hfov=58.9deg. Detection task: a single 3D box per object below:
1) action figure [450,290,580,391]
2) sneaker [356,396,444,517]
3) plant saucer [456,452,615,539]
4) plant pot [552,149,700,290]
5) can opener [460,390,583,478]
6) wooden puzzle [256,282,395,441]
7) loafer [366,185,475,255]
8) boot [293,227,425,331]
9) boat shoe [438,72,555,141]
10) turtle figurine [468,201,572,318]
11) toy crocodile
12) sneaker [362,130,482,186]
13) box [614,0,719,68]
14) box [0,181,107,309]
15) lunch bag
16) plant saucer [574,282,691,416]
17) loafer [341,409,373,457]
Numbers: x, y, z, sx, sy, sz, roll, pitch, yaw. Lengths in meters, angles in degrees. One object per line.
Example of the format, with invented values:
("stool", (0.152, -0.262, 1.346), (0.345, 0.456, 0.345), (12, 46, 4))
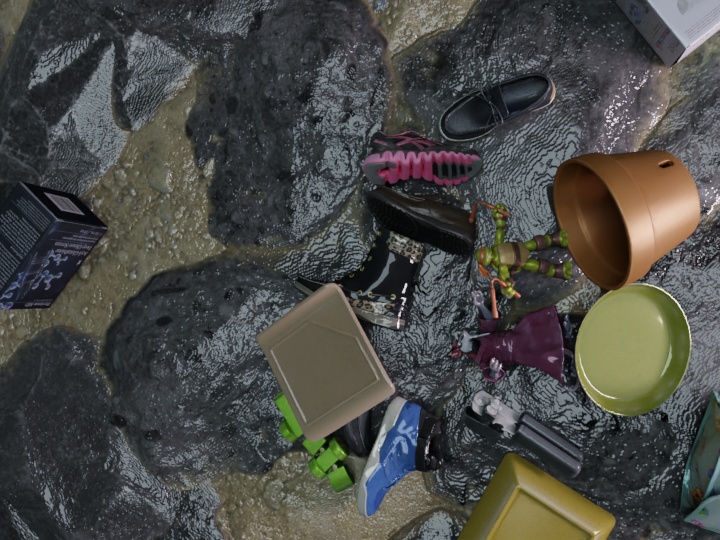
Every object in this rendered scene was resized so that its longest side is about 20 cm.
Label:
("action figure", (0.240, 0.116, 1.021), (0.197, 0.149, 0.136), (-8, 60, 29))
("sneaker", (0.072, 0.321, 1.043), (0.110, 0.077, 0.203), (19, 86, 20))
("plant saucer", (0.275, 0.431, 1.015), (0.198, 0.048, 0.202), (30, 94, 10))
("plant pot", (0.396, -0.091, 0.943), (0.138, 0.200, 0.203), (-21, 84, -7))
("can opener", (0.261, 0.264, 1.028), (0.198, 0.053, 0.067), (29, 128, 12))
("wooden puzzle", (-0.058, 0.149, 1.034), (0.184, 0.037, 0.202), (-35, 80, 23))
("loafer", (0.104, -0.091, 1.061), (0.197, 0.074, 0.072), (26, 60, 12))
("boot", (0.001, 0.000, 1.072), (0.200, 0.073, 0.156), (20, 88, 11))
("boat shoe", (0.219, -0.269, 1.038), (0.197, 0.062, 0.076), (-18, 87, 12))
("turtle figurine", (0.248, -0.014, 1.005), (0.158, 0.065, 0.203), (1, 61, -6))
("toy crocodile", (-0.077, 0.285, 1.088), (0.067, 0.062, 0.201), (-42, 77, 8))
("sneaker", (0.103, -0.197, 1.058), (0.196, 0.080, 0.097), (2, 56, -1))
("box", (0.510, -0.450, 0.966), (0.199, 0.097, 0.178), (-38, 83, 8))
("box", (-0.586, -0.039, 1.147), (0.107, 0.148, 0.201), (41, 96, 10))
("lunch bag", (0.575, 0.301, 0.924), (0.167, 0.122, 0.204), (14, 99, 9))
("plant saucer", (0.410, 0.119, 0.976), (0.196, 0.031, 0.205), (-1, 95, -11))
("loafer", (-0.003, 0.206, 1.065), (0.069, 0.068, 0.205), (-13, 82, 19))
